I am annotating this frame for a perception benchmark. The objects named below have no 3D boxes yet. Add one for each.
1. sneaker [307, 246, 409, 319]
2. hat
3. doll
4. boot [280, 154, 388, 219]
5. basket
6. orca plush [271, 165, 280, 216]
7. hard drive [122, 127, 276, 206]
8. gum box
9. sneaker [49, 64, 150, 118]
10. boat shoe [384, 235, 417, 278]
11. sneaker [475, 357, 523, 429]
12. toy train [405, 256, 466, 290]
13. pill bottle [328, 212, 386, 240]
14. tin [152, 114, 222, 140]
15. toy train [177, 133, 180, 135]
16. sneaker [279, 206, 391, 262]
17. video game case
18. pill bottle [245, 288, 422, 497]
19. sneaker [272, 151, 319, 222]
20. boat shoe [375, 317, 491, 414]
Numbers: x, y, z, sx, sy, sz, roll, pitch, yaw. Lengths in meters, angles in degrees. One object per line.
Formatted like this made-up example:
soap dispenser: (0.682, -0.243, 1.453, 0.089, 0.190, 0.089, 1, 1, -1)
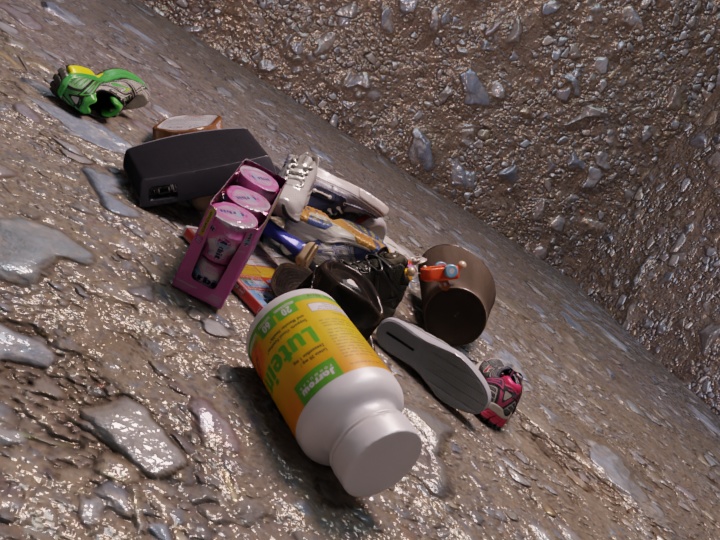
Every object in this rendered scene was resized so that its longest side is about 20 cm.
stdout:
sneaker: (0.000, 0.000, 1.118, 0.199, 0.115, 0.076, 23, 17, -33)
hat: (-0.021, 0.045, 0.927, 0.200, 0.081, 0.201, 41, 20, -18)
doll: (-0.159, -0.071, 1.027, 0.199, 0.049, 0.136, 30, -2, 6)
boot: (-0.056, -0.116, 1.214, 0.199, 0.091, 0.073, 27, -3, -1)
basket: (0.182, 0.054, 1.320, 0.180, 0.136, 0.200, 46, 18, -7)
orca plush: (-0.212, -0.154, 1.282, 0.199, 0.071, 0.105, 28, 58, 10)
hard drive: (-0.234, -0.156, 1.012, 0.199, 0.043, 0.135, -15, 41, -22)
gum box: (-0.158, -0.050, 0.862, 0.066, 0.114, 0.200, 27, 24, -8)
sneaker: (-0.425, -0.288, 1.179, 0.085, 0.078, 0.200, 44, 25, 8)
boat shoe: (0.043, -0.032, 1.410, 0.200, 0.071, 0.070, 32, 10, -40)
sneaker: (0.227, 0.183, 1.119, 0.080, 0.075, 0.200, 35, 14, -1)
toy train: (0.096, 0.013, 1.255, 0.149, 0.056, 0.200, -7, 6, -14)
pill bottle: (-0.056, -0.104, 1.310, 0.200, 0.116, 0.116, 42, 16, 25)
tin: (-0.308, -0.253, 1.262, 0.111, 0.042, 0.200, 1, 20, -5)
toy train: (-0.226, -0.143, 1.124, 0.199, 0.087, 0.114, 30, 21, -18)
sneaker: (-0.044, -0.040, 1.180, 0.199, 0.088, 0.075, 20, 21, -24)
video game case: (-0.139, 0.010, 0.958, 0.200, 0.017, 0.143, 42, 16, 26)
pill bottle: (-0.027, 0.117, 0.686, 0.111, 0.111, 0.200, 21, 20, -43)
sneaker: (-0.106, -0.133, 1.063, 0.074, 0.087, 0.200, 24, 20, -7)
boat shoe: (0.116, 0.131, 1.032, 0.200, 0.074, 0.067, 40, 18, 21)
